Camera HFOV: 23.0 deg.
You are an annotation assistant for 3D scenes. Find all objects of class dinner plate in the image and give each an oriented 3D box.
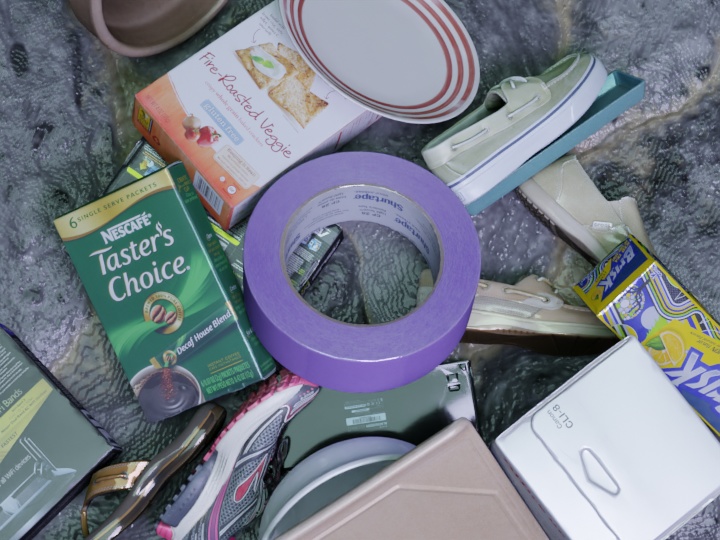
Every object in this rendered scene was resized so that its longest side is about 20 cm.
[{"bbox_3d":[0.015,-0.204,1.569,0.200,0.024,0.200,19,46,-21],"label":"dinner plate"}]

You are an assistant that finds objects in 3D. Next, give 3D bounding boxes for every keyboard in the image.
[{"bbox_3d":[0.001,0.107,1.576,0.200,0.021,0.127,-8,87,-1],"label":"keyboard"}]

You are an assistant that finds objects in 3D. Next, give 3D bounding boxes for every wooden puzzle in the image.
[{"bbox_3d":[0.043,0.220,1.454,0.185,0.200,0.037,-33,42,1],"label":"wooden puzzle"}]

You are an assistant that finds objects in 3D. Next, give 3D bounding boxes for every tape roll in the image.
[{"bbox_3d":[0.000,0.000,1.502,0.200,0.066,0.200,1,63,-2],"label":"tape roll"}]

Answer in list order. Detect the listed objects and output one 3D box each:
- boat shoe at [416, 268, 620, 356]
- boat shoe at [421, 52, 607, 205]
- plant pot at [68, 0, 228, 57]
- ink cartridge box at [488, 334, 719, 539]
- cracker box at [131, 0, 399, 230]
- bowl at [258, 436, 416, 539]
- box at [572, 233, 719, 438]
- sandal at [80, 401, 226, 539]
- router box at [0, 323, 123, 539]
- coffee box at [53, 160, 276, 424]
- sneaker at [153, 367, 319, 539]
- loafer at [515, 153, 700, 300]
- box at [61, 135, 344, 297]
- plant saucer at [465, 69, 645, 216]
[{"bbox_3d":[0.148,0.033,1.558,0.200,0.072,0.065,5,73,2],"label":"boat shoe"},{"bbox_3d":[0.138,-0.137,1.559,0.200,0.072,0.062,-42,109,-22],"label":"boat shoe"},{"bbox_3d":[-0.216,-0.316,1.571,0.175,0.200,0.200,38,84,23],"label":"plant pot"},{"bbox_3d":[0.203,0.160,1.472,0.145,0.200,0.145,-38,83,-4],"label":"ink cartridge box"},{"bbox_3d":[-0.083,-0.148,1.567,0.200,0.058,0.134,-38,80,-22],"label":"cracker box"},{"bbox_3d":[-0.004,0.211,1.504,0.201,0.201,0.090,-27,38,-3],"label":"bowl"},{"bbox_3d":[0.274,0.063,1.501,0.070,0.064,0.200,-44,116,8],"label":"box"},{"bbox_3d":[-0.199,0.181,1.533,0.055,0.082,0.200,43,89,4],"label":"sandal"},{"bbox_3d":[-0.335,0.170,1.556,0.200,0.052,0.157,-43,82,-5],"label":"router box"},{"bbox_3d":[-0.169,0.020,1.525,0.123,0.044,0.200,-22,95,18],"label":"coffee box"},{"bbox_3d":[-0.095,0.166,1.533,0.075,0.081,0.200,36,108,-1],"label":"sneaker"},{"bbox_3d":[0.227,-0.029,1.562,0.200,0.076,0.068,42,91,7],"label":"loafer"},{"bbox_3d":[-0.140,-0.025,1.586,0.200,0.044,0.160,34,84,6],"label":"box"},{"bbox_3d":[0.164,-0.113,1.584,0.200,0.070,0.019,-34,110,-4],"label":"plant saucer"}]
